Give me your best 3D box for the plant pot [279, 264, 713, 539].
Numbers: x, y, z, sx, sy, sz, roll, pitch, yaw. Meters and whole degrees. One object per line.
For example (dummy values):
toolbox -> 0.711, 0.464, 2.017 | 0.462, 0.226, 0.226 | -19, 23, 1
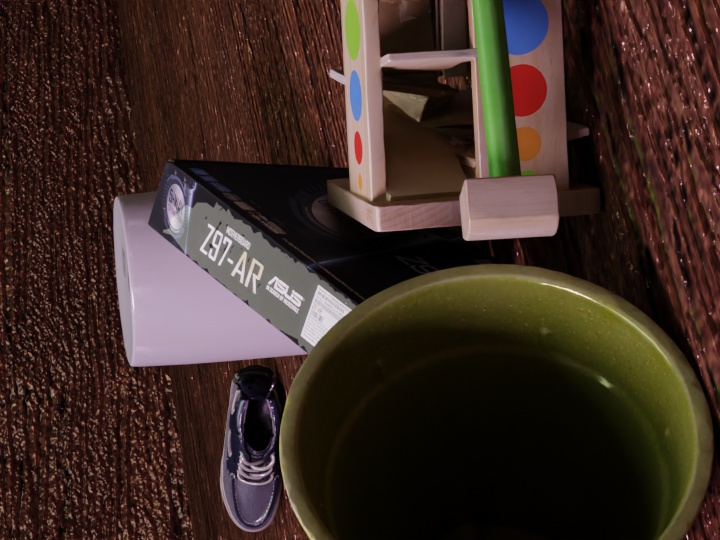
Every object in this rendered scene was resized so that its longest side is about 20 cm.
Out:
plant pot -> 0.067, 0.134, 0.918 | 0.190, 0.200, 0.200 | 85, 172, -50

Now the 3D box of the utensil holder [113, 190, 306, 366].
utensil holder -> -0.119, 0.002, 1.682 | 0.170, 0.199, 0.170 | 175, 90, -78

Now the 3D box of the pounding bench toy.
pounding bench toy -> 0.059, -0.105, 0.967 | 0.200, 0.124, 0.156 | -143, 50, -74

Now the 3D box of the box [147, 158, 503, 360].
box -> 0.000, 0.000, 1.041 | 0.200, 0.160, 0.044 | 37, 116, 41

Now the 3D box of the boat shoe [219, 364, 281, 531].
boat shoe -> -0.124, 0.216, 2.095 | 0.093, 0.074, 0.201 | -109, 17, -74

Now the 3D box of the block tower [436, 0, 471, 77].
block tower -> 0.036, -0.168, 1.223 | 0.200, 0.054, 0.058 | -128, 36, -70

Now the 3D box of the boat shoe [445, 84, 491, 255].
boat shoe -> 0.068, -0.017, 1.152 | 0.073, 0.063, 0.201 | -10, -82, -76
